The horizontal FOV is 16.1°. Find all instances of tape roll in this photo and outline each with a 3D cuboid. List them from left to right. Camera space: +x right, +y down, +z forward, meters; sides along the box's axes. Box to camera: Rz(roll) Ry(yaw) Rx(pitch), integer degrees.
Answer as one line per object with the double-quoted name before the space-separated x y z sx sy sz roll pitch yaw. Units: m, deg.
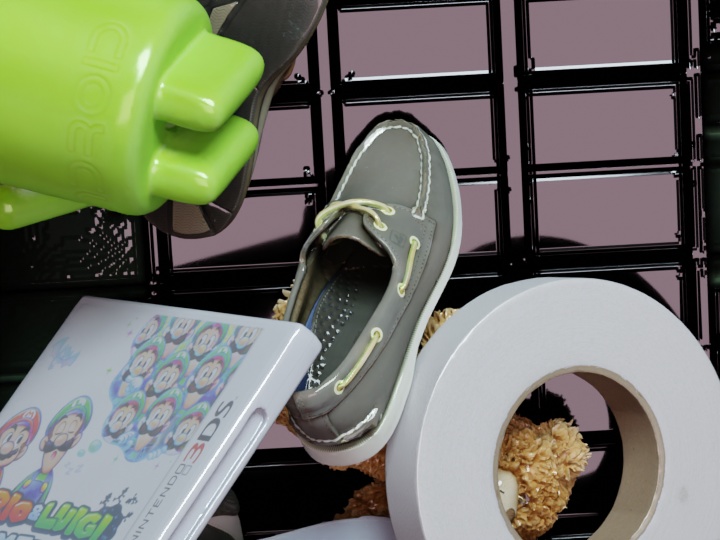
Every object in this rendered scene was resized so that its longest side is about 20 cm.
"tape roll" 0.108 0.103 1.336 0.203 0.037 0.203 0 91 -29

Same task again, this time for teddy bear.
"teddy bear" 0.024 0.084 1.372 0.145 0.067 0.200 -39 97 7

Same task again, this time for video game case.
"video game case" -0.131 0.095 1.283 0.024 0.200 0.182 46 66 -31

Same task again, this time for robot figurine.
"robot figurine" -0.152 -0.096 1.282 0.200 0.116 0.176 14 125 13

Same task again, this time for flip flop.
"flip flop" -0.067 -0.110 1.349 0.081 0.058 0.200 21 114 5

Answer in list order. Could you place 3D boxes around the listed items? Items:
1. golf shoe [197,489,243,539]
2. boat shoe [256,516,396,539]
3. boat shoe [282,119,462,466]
"golf shoe" -0.161 0.161 1.380 0.200 0.077 0.088 -14 106 2
"boat shoe" -0.035 0.181 1.352 0.199 0.068 0.074 -8 67 -13
"boat shoe" 0.003 0.000 1.311 0.072 0.060 0.202 -1 56 25
